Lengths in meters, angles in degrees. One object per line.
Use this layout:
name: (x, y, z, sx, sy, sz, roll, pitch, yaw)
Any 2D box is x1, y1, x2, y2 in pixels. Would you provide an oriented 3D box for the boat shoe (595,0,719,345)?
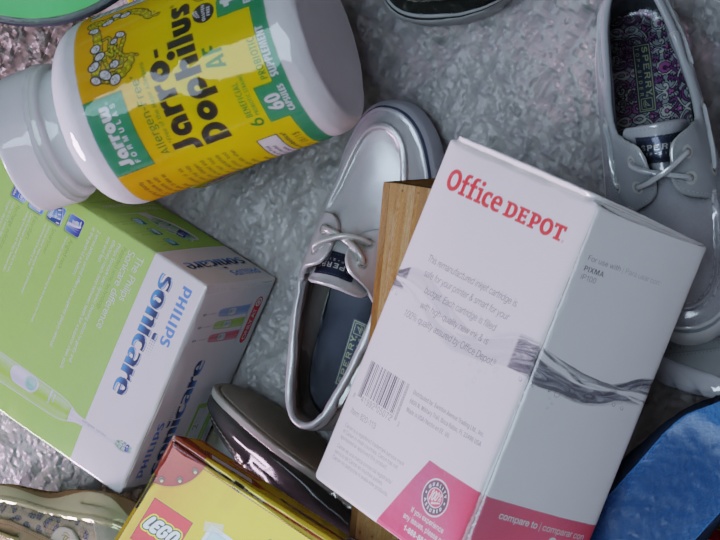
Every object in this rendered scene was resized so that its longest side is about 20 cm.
boat shoe: (0.161, -0.062, 1.238, 0.071, 0.069, 0.201, -6, 70, 13)

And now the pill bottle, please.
pill bottle: (-0.108, -0.104, 1.347, 0.199, 0.113, 0.114, -18, 85, 17)

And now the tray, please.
tray: (0.040, 0.049, 1.326, 0.037, 0.098, 0.202, 9, 98, 29)

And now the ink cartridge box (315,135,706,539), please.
ink cartridge box: (0.076, 0.049, 1.203, 0.146, 0.082, 0.201, 29, 99, 56)

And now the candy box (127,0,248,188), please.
candy box: (-0.092, -0.162, 1.423, 0.102, 0.026, 0.201, -21, 83, 27)

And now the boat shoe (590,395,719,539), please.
boat shoe: (0.146, 0.143, 1.223, 0.200, 0.069, 0.084, -41, 83, 26)

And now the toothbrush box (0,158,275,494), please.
toothbrush box: (-0.175, 0.022, 1.449, 0.199, 0.086, 0.146, 31, 107, 24)

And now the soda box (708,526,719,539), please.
soda box: (0.207, 0.188, 1.265, 0.199, 0.064, 0.068, 26, 104, 25)

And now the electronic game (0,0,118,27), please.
electronic game: (-0.198, -0.235, 1.327, 0.199, 0.042, 0.201, 6, 118, 11)

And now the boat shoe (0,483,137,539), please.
boat shoe: (-0.198, 0.175, 1.452, 0.199, 0.073, 0.063, -11, 52, 51)

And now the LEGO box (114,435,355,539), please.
LEGO box: (-0.054, 0.208, 1.294, 0.199, 0.077, 0.149, 32, 90, 12)

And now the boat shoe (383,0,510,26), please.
boat shoe: (0.087, -0.195, 1.301, 0.199, 0.064, 0.071, -24, 82, 28)

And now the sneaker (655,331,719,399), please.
sneaker: (0.180, 0.023, 1.261, 0.199, 0.075, 0.083, 15, 94, 23)

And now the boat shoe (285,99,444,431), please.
boat shoe: (0.000, 0.000, 1.363, 0.073, 0.065, 0.201, 13, 100, 28)

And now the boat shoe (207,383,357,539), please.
boat shoe: (-0.023, 0.144, 1.386, 0.200, 0.067, 0.057, 36, 105, 18)
